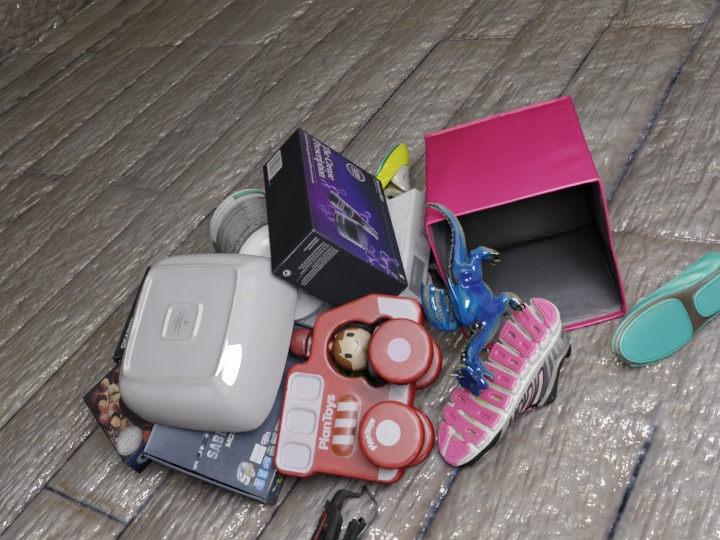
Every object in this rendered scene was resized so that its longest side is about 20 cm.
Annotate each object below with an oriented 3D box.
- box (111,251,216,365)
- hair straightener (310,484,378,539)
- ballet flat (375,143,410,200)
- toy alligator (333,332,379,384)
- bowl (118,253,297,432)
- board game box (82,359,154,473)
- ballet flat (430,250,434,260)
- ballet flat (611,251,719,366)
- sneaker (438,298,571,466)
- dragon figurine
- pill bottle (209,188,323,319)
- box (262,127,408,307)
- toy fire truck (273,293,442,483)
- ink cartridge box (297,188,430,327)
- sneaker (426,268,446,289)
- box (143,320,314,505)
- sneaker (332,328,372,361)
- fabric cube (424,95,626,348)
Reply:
[{"bbox_3d":[-0.264,0.059,1.241,0.157,0.046,0.201,-11,38,14],"label":"box"},{"bbox_3d":[-0.025,0.296,0.827,0.076,0.041,0.201,1,38,29],"label":"hair straightener"},{"bbox_3d":[0.038,-0.116,1.295,0.067,0.067,0.200,26,58,21],"label":"ballet flat"},{"bbox_3d":[-0.029,0.147,0.990,0.200,0.060,0.054,-42,40,-21],"label":"toy alligator"},{"bbox_3d":[-0.177,0.067,0.917,0.197,0.075,0.202,1,67,26],"label":"bowl"},{"bbox_3d":[-0.240,0.134,1.045,0.200,0.035,0.135,-45,49,-9],"label":"board game box"},{"bbox_3d":[0.039,-0.044,1.191,0.198,0.067,0.057,-4,28,22],"label":"ballet flat"},{"bbox_3d":[0.349,0.041,0.926,0.199,0.068,0.070,-31,12,-10],"label":"ballet flat"},{"bbox_3d":[0.163,0.132,0.898,0.074,0.087,0.201,29,83,50],"label":"sneaker"},{"bbox_3d":[0.102,0.026,0.857,0.099,0.202,0.059,-28,2,-29],"label":"dragon figurine"},{"bbox_3d":[-0.116,-0.022,1.069,0.112,0.114,0.200,-30,32,-10],"label":"pill bottle"},{"bbox_3d":[-0.033,-0.055,0.971,0.079,0.141,0.201,-42,36,24],"label":"box"},{"bbox_3d":[-0.004,0.124,0.886,0.166,0.112,0.203,5,80,13],"label":"toy fire truck"},{"bbox_3d":[0.000,0.000,1.054,0.199,0.057,0.164,-25,43,41],"label":"ink cartridge box"},{"bbox_3d":[0.052,0.013,1.107,0.199,0.090,0.067,28,93,55],"label":"sneaker"},{"bbox_3d":[-0.137,0.144,0.956,0.156,0.051,0.202,17,74,15],"label":"box"},{"bbox_3d":[-0.044,0.039,1.121,0.099,0.075,0.201,-35,46,1],"label":"sneaker"},{"bbox_3d":[0.193,-0.058,1.012,0.194,0.201,0.200,-15,35,12],"label":"fabric cube"}]
